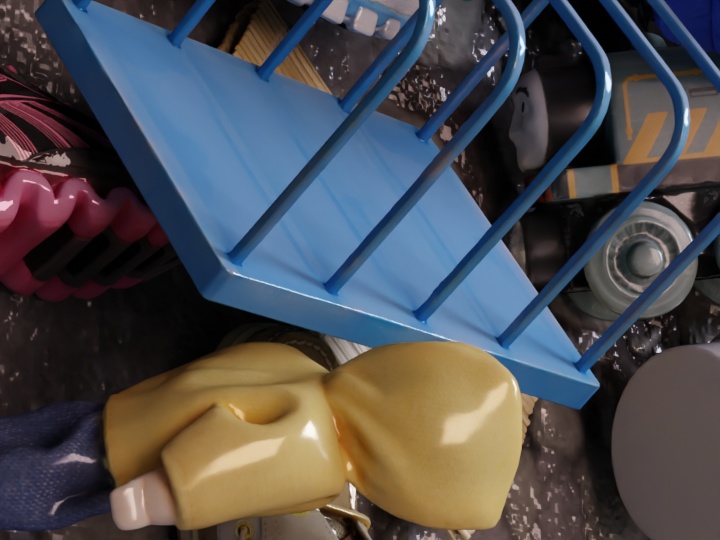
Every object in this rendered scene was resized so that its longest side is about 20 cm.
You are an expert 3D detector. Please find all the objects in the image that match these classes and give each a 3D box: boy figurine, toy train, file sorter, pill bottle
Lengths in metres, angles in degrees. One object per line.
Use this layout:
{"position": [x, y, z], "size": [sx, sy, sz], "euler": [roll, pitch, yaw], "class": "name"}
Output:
{"position": [-0.047, 0.059, 0.947], "size": [0.199, 0.124, 0.065], "euler": [-6, 99, -2], "class": "boy figurine"}
{"position": [0.154, -0.042, 1.178], "size": [0.199, 0.085, 0.115], "euler": [-6, 88, -5], "class": "toy train"}
{"position": [0.020, -0.060, 0.998], "size": [0.199, 0.123, 0.139], "euler": [17, 31, -48], "class": "file sorter"}
{"position": [0.200, 0.070, 1.214], "size": [0.199, 0.111, 0.112], "euler": [0, 79, -42], "class": "pill bottle"}

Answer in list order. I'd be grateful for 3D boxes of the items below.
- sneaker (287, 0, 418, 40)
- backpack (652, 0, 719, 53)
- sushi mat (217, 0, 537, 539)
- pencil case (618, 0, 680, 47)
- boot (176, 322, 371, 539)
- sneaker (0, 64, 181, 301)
{"position": [-0.037, -0.149, 1.064], "size": [0.199, 0.075, 0.087], "euler": [24, 94, -37], "class": "sneaker"}
{"position": [0.168, -0.174, 1.124], "size": [0.163, 0.167, 0.201], "euler": [72, 35, -57], "class": "backpack"}
{"position": [0.000, 0.000, 1.106], "size": [0.200, 0.012, 0.096], "euler": [55, 34, -17], "class": "sushi mat"}
{"position": [0.171, -0.078, 1.252], "size": [0.201, 0.089, 0.078], "euler": [60, 20, -13], "class": "pencil case"}
{"position": [0.009, 0.107, 1.000], "size": [0.072, 0.154, 0.201], "euler": [14, 70, -41], "class": "boot"}
{"position": [-0.127, -0.047, 0.985], "size": [0.199, 0.079, 0.096], "euler": [11, 60, -41], "class": "sneaker"}
